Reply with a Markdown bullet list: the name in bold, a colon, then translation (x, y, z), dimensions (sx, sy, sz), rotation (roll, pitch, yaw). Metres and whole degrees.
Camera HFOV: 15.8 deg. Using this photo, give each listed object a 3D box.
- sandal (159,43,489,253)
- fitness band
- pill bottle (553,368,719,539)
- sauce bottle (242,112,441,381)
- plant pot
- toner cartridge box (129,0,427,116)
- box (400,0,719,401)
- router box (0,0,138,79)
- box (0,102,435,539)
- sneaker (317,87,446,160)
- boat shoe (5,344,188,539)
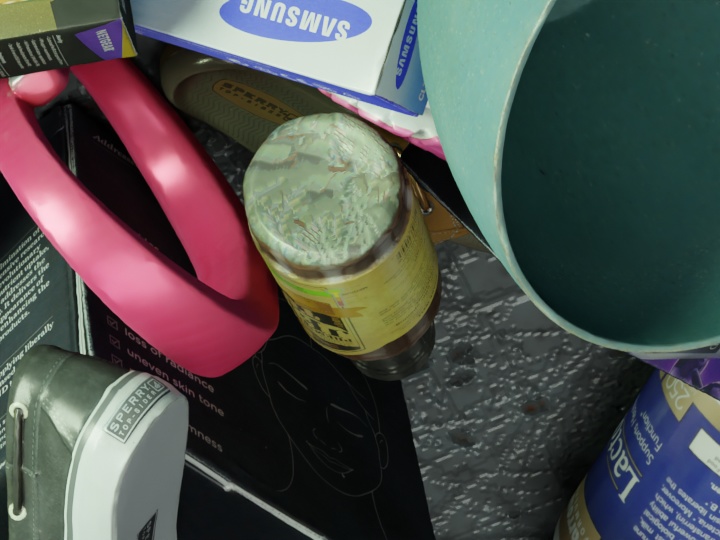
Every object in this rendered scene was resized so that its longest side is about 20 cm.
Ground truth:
- **sandal**: translation (0.005, -0.043, 1.089), dimensions (0.200, 0.055, 0.082), rotation (24, 144, -23)
- **fitness band**: translation (-0.088, -0.031, 0.991), dimensions (0.037, 0.200, 0.144), rotation (-37, 105, 9)
- **pill bottle**: translation (0.160, 0.117, 1.210), dimensions (0.115, 0.116, 0.200), rotation (17, 122, -20)
- **sauce bottle**: translation (0.000, 0.000, 1.032), dimensions (0.064, 0.065, 0.200), rotation (-16, 159, 4)
- **plant pot**: translation (0.096, -0.093, 0.851), dimensions (0.200, 0.135, 0.201), rotation (-18, 131, -22)
- **toner cartridge box**: translation (-0.056, -0.129, 0.942), dimensions (0.043, 0.199, 0.095), rotation (17, 91, -63)
- **box**: translation (0.138, -0.043, 1.034), dimensions (0.148, 0.104, 0.200), rotation (-52, 142, 11)
- **router box**: translation (-0.172, -0.162, 0.910), dimensions (0.157, 0.201, 0.052), rotation (-11, 170, -1)
- **box**: translation (-0.082, 0.069, 1.087), dimensions (0.200, 0.197, 0.124), rotation (35, 116, -29)
- **sneaker**: translation (-0.014, -0.117, 0.989), dimensions (0.088, 0.200, 0.081), rotation (-61, 154, 3)
- **boat shoe**: translation (-0.105, 0.104, 0.952), dimensions (0.056, 0.069, 0.200), rotation (27, 133, 14)
